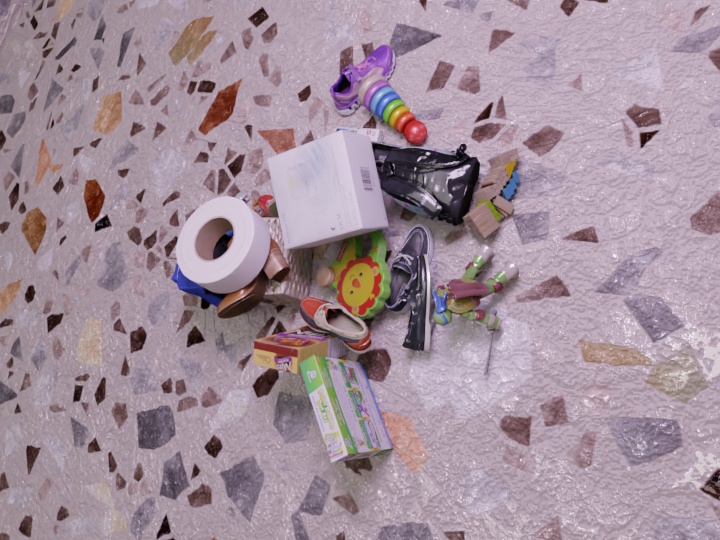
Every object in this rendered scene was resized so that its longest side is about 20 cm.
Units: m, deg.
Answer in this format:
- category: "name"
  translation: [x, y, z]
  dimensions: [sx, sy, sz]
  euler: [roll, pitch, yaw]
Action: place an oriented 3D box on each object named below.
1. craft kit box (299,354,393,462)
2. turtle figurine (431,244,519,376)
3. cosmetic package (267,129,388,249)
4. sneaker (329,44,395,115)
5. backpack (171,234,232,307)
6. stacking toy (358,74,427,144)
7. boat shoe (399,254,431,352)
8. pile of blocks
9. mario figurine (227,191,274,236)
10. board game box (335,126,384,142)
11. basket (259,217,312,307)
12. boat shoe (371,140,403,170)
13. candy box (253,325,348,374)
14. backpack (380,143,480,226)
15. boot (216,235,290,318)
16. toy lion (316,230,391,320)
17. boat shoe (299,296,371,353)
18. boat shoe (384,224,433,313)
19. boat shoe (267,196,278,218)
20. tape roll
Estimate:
- category: "craft kit box"
  translation: [-0.025, 0.277, 1.124]
  dimensions: [0.048, 0.197, 0.201]
  euler: [-30, 64, 17]
- category: "turtle figurine"
  translation: [0.221, 0.060, 1.118]
  dimensions: [0.194, 0.201, 0.144]
  euler: [-44, 29, -14]
- category: "cosmetic package"
  translation: [-0.071, -0.164, 1.178]
  dimensions: [0.198, 0.123, 0.202]
  euler: [-13, 89, 31]
- category: "sneaker"
  translation: [0.000, -0.479, 1.369]
  dimensions: [0.200, 0.088, 0.081]
  euler: [-44, 60, 10]
- category: "backpack"
  translation: [-0.343, 0.004, 1.367]
  dimensions: [0.166, 0.200, 0.164]
  euler: [5, 72, 35]
- category: "stacking toy"
  translation: [0.085, -0.371, 1.307]
  dimensions: [0.085, 0.085, 0.200]
  euler: [-46, 67, 10]
- category: "boat shoe"
  translation: [0.112, 0.067, 1.151]
  dimensions: [0.065, 0.075, 0.202]
  euler: [0, 93, 4]
- category: "pile of blocks"
  translation: [0.277, -0.158, 1.162]
  dimensions: [0.201, 0.082, 0.062]
  euler: [-62, 16, -9]
- category: "mario figurine"
  translation: [-0.287, -0.117, 1.416]
  dimensions: [0.199, 0.123, 0.107]
  euler: [-37, 50, 20]
- category: "board game box"
  translation: [-0.026, -0.247, 1.353]
  dimensions: [0.125, 0.035, 0.202]
  euler: [11, 83, 29]
- category: "basket"
  translation: [-0.195, -0.019, 1.332]
  dimensions: [0.122, 0.135, 0.202]
  euler: [-1, 77, 24]
- category: "boat shoe"
  translation: [0.011, -0.267, 1.275]
  dimensions: [0.197, 0.068, 0.074]
  euler: [11, 75, 5]
- category: "candy box"
  translation: [-0.124, 0.166, 1.202]
  dimensions: [0.116, 0.199, 0.057]
  euler: [6, 96, 28]
- category: "backpack"
  translation: [0.141, -0.185, 1.191]
  dimensions: [0.198, 0.126, 0.168]
  euler: [17, 84, 23]
- category: "boot"
  translation: [-0.265, -0.001, 1.247]
  dimensions: [0.199, 0.074, 0.155]
  euler: [-38, 66, -1]
- category: "toy lion"
  translation: [0.000, 0.000, 1.228]
  dimensions: [0.191, 0.068, 0.202]
  euler: [29, 98, 44]
- category: "boat shoe"
  translation: [-0.058, 0.103, 1.180]
  dimensions: [0.199, 0.063, 0.071]
  euler: [30, 63, 32]
- category: "boat shoe"
  translation: [0.099, -0.008, 1.205]
  dimensions: [0.071, 0.068, 0.202]
  euler: [20, 87, 31]
- category: "boat shoe"
  translation: [-0.130, -0.186, 1.324]
  dimensions: [0.198, 0.075, 0.069]
  euler: [-22, 46, -1]
- category: "tape roll"
  translation: [-0.298, -0.055, 1.204]
  dimensions: [0.200, 0.071, 0.205]
  euler: [-8, 67, 20]
